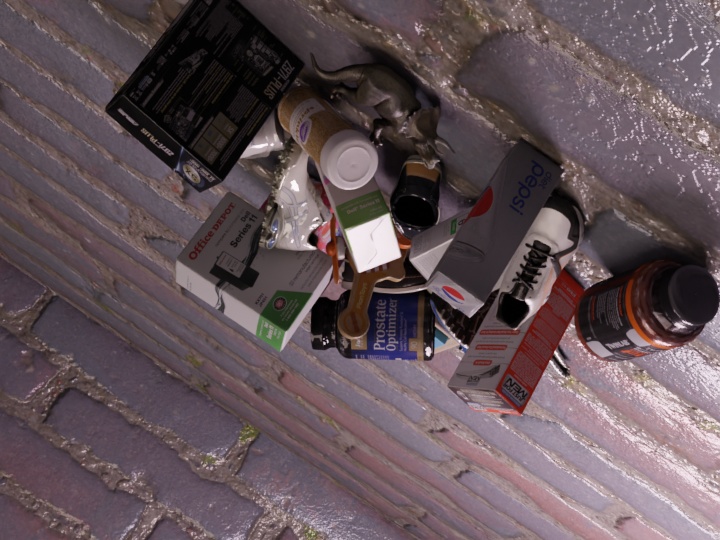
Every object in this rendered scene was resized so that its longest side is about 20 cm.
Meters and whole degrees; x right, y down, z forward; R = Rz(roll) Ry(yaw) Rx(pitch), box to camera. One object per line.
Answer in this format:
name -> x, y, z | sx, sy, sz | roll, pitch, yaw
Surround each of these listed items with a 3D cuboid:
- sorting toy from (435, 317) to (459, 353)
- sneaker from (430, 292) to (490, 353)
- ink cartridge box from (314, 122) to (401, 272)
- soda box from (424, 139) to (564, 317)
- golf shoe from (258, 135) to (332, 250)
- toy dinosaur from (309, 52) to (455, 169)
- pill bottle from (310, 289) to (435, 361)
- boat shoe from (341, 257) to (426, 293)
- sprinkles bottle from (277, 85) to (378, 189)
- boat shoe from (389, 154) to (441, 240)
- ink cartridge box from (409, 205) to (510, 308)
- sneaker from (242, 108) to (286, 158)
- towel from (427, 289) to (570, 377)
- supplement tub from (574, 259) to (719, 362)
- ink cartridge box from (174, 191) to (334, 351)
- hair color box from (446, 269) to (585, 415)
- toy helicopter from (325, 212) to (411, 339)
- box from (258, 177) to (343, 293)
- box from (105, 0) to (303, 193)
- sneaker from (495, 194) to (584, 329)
sorting toy -> 0.071, 0.089, 2.024 | 0.184, 0.037, 0.200 | 38, 159, -12
sneaker -> 0.167, 0.095, 1.749 | 0.200, 0.079, 0.089 | 43, 158, -27
ink cartridge box -> -0.014, -0.114, 1.579 | 0.117, 0.067, 0.202 | 72, 177, -59
soda box -> 0.156, -0.050, 1.355 | 0.068, 0.201, 0.063 | 34, 160, 0
golf shoe -> -0.082, -0.107, 1.646 | 0.096, 0.079, 0.201 | 13, 137, -4
toy dinosaur -> 0.029, -0.210, 1.403 | 0.200, 0.077, 0.102 | 46, 145, -17
pill bottle -> 0.022, 0.088, 1.884 | 0.197, 0.113, 0.112 | 1, 154, 5
boat shoe -> 0.040, 0.002, 1.843 | 0.073, 0.061, 0.199 | -5, -175, -35
sprinkles bottle -> -0.044, -0.170, 1.468 | 0.068, 0.068, 0.200 | 48, -179, -35
boat shoe -> 0.073, -0.084, 1.586 | 0.074, 0.063, 0.200 | 12, 157, 2
ink cartridge box -> 0.175, -0.035, 1.541 | 0.199, 0.051, 0.109 | -27, 123, 29
sneaker -> -0.164, -0.191, 1.633 | 0.200, 0.086, 0.075 | -179, 73, -76
towel -> 0.216, 0.086, 1.821 | 0.191, 0.035, 0.200 | 16, 155, 47
supplement tub -> 0.349, 0.048, 1.418 | 0.106, 0.108, 0.200 | 36, 160, -8
ink cartridge box -> -0.159, -0.001, 1.739 | 0.199, 0.147, 0.083 | 32, 155, 5
hair color box -> 0.213, 0.094, 1.590 | 0.064, 0.201, 0.110 | 42, 158, -23
toy helicopter -> 0.000, 0.000, 1.699 | 0.131, 0.202, 0.079 | 19, 162, -12
box -> -0.086, -0.060, 1.842 | 0.099, 0.096, 0.201 | 28, 158, 17
box -> -0.196, -0.231, 1.478 | 0.163, 0.201, 0.086 | 40, 157, -19
sneaker -> 0.222, -0.005, 1.462 | 0.073, 0.080, 0.202 | 26, 133, 15
